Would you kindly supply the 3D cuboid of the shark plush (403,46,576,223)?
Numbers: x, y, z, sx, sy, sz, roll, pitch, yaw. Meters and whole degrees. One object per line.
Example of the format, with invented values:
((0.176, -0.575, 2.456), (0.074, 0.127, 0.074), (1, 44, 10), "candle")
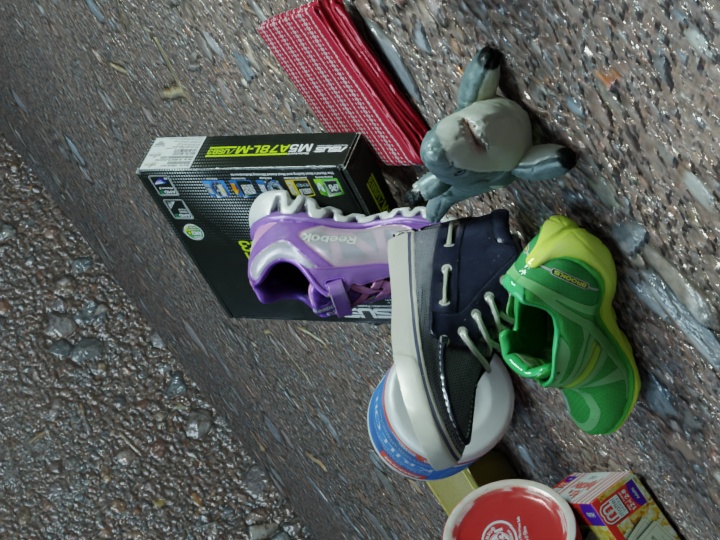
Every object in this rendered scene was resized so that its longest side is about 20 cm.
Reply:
((0.057, -0.074, 1.089), (0.091, 0.083, 0.200), (55, 167, -5), "shark plush")

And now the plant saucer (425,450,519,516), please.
((0.135, 0.242, 1.691), (0.200, 0.048, 0.200), (58, 166, -12), "plant saucer")

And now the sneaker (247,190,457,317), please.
((0.000, 0.000, 1.301), (0.199, 0.089, 0.081), (7, 140, 16), "sneaker")

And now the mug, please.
((0.124, 0.262, 1.402), (0.177, 0.133, 0.200), (42, 159, 41), "mug")

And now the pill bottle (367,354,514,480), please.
((0.065, 0.127, 1.507), (0.112, 0.112, 0.200), (53, 167, 8), "pill bottle")

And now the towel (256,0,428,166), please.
((-0.013, -0.142, 1.307), (0.145, 0.022, 0.200), (55, 169, -12), "towel")

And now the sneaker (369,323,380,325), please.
((-0.026, -0.038, 1.500), (0.082, 0.073, 0.200), (40, 160, 52), "sneaker")

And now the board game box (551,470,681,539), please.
((0.235, 0.254, 1.365), (0.200, 0.046, 0.151), (55, 168, 0), "board game box")

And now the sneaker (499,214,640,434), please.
((0.130, 0.045, 1.127), (0.074, 0.083, 0.200), (43, 163, 41), "sneaker")

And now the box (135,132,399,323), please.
((-0.058, -0.032, 1.403), (0.199, 0.048, 0.193), (1, 138, 28), "box")

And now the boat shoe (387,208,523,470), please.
((0.074, 0.038, 1.139), (0.075, 0.092, 0.200), (58, -161, -45), "boat shoe")
